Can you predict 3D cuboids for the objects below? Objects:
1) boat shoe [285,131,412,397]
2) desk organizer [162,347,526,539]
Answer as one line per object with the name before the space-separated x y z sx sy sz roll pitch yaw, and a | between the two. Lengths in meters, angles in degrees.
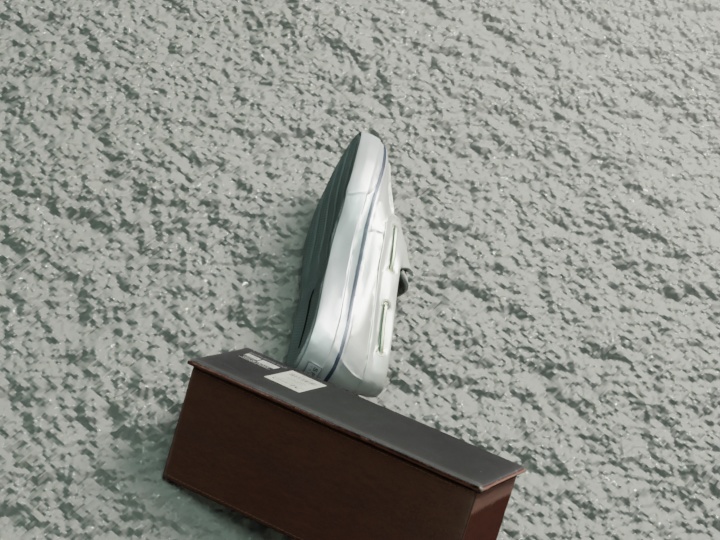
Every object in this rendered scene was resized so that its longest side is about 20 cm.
boat shoe | 0.000 0.000 1.153 0.067 0.074 0.200 24 56 -15
desk organizer | -0.013 0.120 1.029 0.200 0.077 0.072 22 12 23
